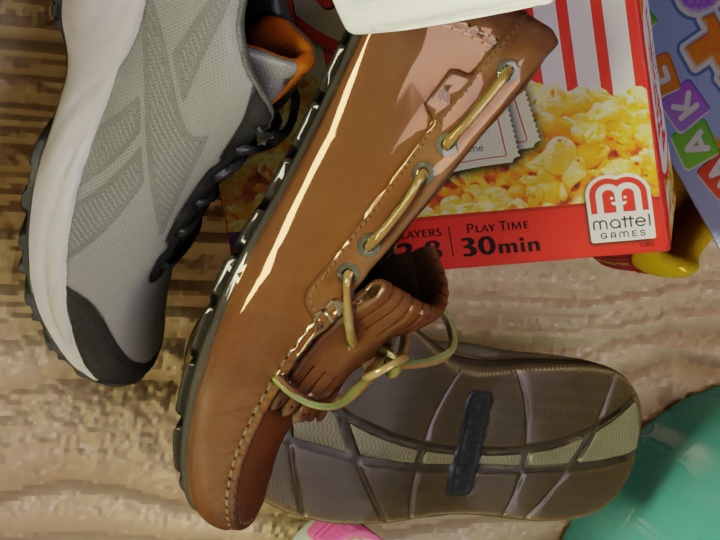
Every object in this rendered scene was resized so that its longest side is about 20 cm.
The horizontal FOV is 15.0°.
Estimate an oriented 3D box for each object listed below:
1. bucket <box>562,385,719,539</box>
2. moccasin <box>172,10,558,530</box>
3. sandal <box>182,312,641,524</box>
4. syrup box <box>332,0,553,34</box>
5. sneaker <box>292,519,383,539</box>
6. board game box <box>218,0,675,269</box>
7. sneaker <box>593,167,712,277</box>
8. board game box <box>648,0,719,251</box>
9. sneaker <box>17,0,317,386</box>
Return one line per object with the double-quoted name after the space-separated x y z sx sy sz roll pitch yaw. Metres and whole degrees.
0.181 0.148 1.082 0.206 0.135 0.208 -11 112 -28 "bucket"
0.000 0.000 0.877 0.077 0.074 0.202 29 104 3 "moccasin"
0.015 0.050 0.991 0.199 0.054 0.081 10 101 -36 "sandal"
0.008 -0.176 0.770 0.079 0.081 0.201 -41 116 -43 "syrup box"
0.001 0.183 1.015 0.088 0.081 0.201 -26 119 -24 "sneaker"
0.017 -0.099 0.893 0.151 0.046 0.201 -5 115 12 "board game box"
0.155 -0.080 1.019 0.073 0.077 0.201 33 87 -34 "sneaker"
0.183 -0.104 0.936 0.200 0.152 0.037 -34 161 21 "board game box"
-0.059 -0.045 0.867 0.079 0.074 0.201 17 122 7 "sneaker"
